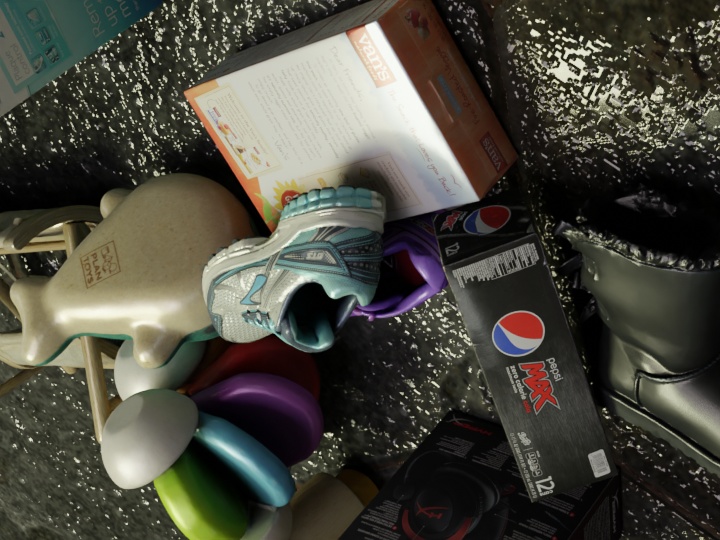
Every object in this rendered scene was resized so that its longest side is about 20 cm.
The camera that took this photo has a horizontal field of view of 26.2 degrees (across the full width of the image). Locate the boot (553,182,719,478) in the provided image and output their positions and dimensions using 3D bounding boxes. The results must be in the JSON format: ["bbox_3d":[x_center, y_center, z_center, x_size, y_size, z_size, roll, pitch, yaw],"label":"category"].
[{"bbox_3d":[0.212,0.040,0.939,0.198,0.073,0.163,25,142,35],"label":"boot"}]

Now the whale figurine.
[{"bbox_3d":[-0.166,0.012,1.185,0.104,0.200,0.159,48,-161,-59],"label":"whale figurine"}]

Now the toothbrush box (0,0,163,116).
[{"bbox_3d":[-0.253,-0.197,1.053,0.085,0.200,0.146,-3,120,43],"label":"toothbrush box"}]

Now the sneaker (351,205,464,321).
[{"bbox_3d":[0.000,0.000,1.091,0.200,0.083,0.081,-21,108,50],"label":"sneaker"}]

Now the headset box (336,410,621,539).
[{"bbox_3d":[0.076,0.206,1.108,0.149,0.200,0.075,16,132,31],"label":"headset box"}]

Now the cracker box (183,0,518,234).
[{"bbox_3d":[-0.009,-0.098,1.034,0.200,0.058,0.134,-10,117,47],"label":"cracker box"}]

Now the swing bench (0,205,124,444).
[{"bbox_3d":[-0.274,0.032,1.333,0.199,0.130,0.200,-2,116,43],"label":"swing bench"}]

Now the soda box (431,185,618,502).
[{"bbox_3d":[0.108,0.050,1.010,0.063,0.071,0.200,-18,120,6],"label":"soda box"}]

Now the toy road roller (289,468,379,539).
[{"bbox_3d":[-0.037,0.269,1.332,0.146,0.123,0.200,7,129,52],"label":"toy road roller"}]

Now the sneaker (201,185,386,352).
[{"bbox_3d":[-0.051,0.018,1.042,0.078,0.086,0.200,9,153,-27],"label":"sneaker"}]

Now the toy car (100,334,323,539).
[{"bbox_3d":[-0.097,0.122,1.204,0.150,0.200,0.175,-30,120,18],"label":"toy car"}]
